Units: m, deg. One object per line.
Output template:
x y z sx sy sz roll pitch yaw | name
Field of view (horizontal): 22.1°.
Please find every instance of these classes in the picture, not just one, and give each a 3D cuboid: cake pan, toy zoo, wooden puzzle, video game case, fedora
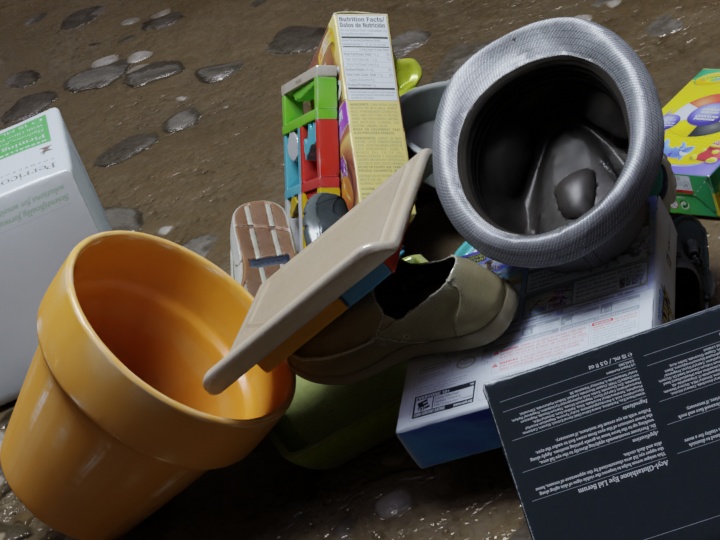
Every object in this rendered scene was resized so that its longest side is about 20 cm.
0.123 -0.117 1.693 0.199 0.037 0.201 5 30 -3 | cake pan
-0.045 -0.078 1.681 0.020 0.201 0.131 -1 -3 -16 | toy zoo
-0.023 0.003 1.365 0.185 0.037 0.200 -39 9 25 | wooden puzzle
0.132 0.044 1.345 0.199 0.046 0.182 -17 36 24 | video game case
0.148 -0.077 1.350 0.176 0.090 0.201 -29 51 13 | fedora

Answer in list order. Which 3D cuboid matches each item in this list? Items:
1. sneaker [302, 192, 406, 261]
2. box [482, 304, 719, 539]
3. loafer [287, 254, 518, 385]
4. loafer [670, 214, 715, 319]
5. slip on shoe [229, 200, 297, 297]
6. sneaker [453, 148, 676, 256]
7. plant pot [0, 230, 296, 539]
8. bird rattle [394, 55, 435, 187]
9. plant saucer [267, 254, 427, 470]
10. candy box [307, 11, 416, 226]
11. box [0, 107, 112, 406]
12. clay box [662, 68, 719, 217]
0.000 0.000 1.523 0.081 0.074 0.200 -16 37 1 | sneaker
0.196 0.111 1.182 0.199 0.142 0.079 -19 -13 7 | box
0.021 0.028 1.358 0.199 0.068 0.076 -18 35 31 | loafer
0.235 0.027 1.378 0.063 0.072 0.200 -38 19 46 | loafer
-0.085 0.025 1.654 0.075 0.061 0.201 -6 45 -8 | slip on shoe
0.148 -0.045 1.441 0.199 0.080 0.078 -33 55 18 | sneaker
-0.180 0.104 1.419 0.184 0.200 0.201 -52 15 27 | plant pot
0.051 -0.132 1.791 0.162 0.113 0.200 2 36 11 | bird rattle
0.004 0.081 1.491 0.199 0.048 0.200 -28 28 -9 | plant saucer
-0.002 -0.117 1.665 0.056 0.117 0.201 0 67 -15 | candy box
-0.331 -0.007 1.735 0.198 0.201 0.171 -23 29 -3 | box
0.316 -0.122 1.623 0.114 0.048 0.200 8 41 44 | clay box
